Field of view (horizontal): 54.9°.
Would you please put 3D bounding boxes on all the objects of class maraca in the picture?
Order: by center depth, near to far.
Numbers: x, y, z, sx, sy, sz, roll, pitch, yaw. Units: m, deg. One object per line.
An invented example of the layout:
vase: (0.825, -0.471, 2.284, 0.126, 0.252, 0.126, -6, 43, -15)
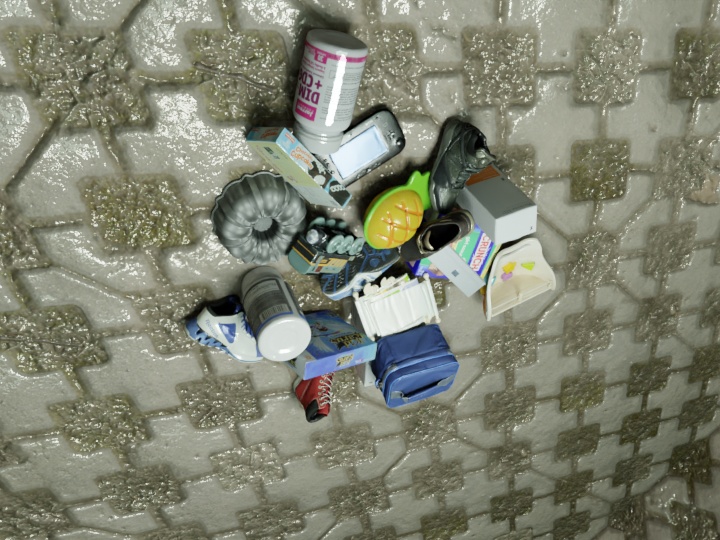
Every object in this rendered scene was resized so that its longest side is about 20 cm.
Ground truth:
maraca: (0.087, -0.129, 1.489, 0.200, 0.107, 0.137, -43, 141, -5)

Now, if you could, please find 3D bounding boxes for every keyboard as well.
keyboard: (0.226, 0.001, 1.617, 0.056, 0.011, 0.200, -36, 134, 15)

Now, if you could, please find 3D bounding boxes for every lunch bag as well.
lunch bag: (0.120, 0.227, 1.588, 0.198, 0.133, 0.137, -15, 141, -17)

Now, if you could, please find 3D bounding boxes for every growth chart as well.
growth chart: (0.084, 0.079, 1.574, 0.198, 0.018, 0.146, -16, 105, -16)

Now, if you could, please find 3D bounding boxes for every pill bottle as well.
pill bottle: (-0.062, -0.323, 1.265, 0.112, 0.114, 0.202, -1, 124, -25)
pill bottle: (-0.184, 0.085, 1.456, 0.113, 0.200, 0.115, -12, 128, -16)

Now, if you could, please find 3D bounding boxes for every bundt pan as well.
bundt pan: (-0.197, -0.093, 1.400, 0.200, 0.076, 0.204, -12, 129, -16)

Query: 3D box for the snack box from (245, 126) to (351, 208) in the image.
snack box: (-0.117, -0.196, 1.324, 0.200, 0.116, 0.037, 42, 73, -37)

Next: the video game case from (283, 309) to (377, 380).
video game case: (-0.095, 0.158, 1.531, 0.199, 0.181, 0.046, -10, 120, -40)

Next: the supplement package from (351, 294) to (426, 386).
supplement package: (0.065, 0.159, 1.689, 0.154, 0.111, 0.202, -11, 129, -18)

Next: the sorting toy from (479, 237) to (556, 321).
sorting toy: (0.375, 0.001, 1.695, 0.198, 0.107, 0.181, -24, 143, -11)

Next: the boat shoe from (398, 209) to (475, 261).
boat shoe: (0.152, -0.073, 1.495, 0.199, 0.075, 0.073, -31, 176, 37)

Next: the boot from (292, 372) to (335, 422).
boot: (-0.078, 0.268, 1.681, 0.072, 0.145, 0.201, 26, 109, -35)

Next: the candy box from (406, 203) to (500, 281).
candy box: (0.225, -0.066, 1.619, 0.198, 0.077, 0.170, 5, 123, -28)

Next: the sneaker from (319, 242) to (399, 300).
sneaker: (0.000, 0.000, 1.577, 0.199, 0.076, 0.077, -28, 154, -4)

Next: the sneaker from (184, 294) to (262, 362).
sneaker: (-0.272, 0.123, 1.522, 0.198, 0.081, 0.115, 26, 113, -35)

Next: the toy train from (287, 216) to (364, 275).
toy train: (-0.070, -0.045, 1.455, 0.114, 0.085, 0.200, -53, 160, 14)

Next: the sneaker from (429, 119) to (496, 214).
sneaker: (0.212, -0.206, 1.452, 0.076, 0.114, 0.202, 2, 109, -44)

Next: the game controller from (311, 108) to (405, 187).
game controller: (-0.006, -0.241, 1.402, 0.199, 0.042, 0.105, -33, 132, 0)

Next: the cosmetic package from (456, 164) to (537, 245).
cosmetic package: (0.288, -0.149, 1.504, 0.100, 0.201, 0.072, -19, 131, -12)
